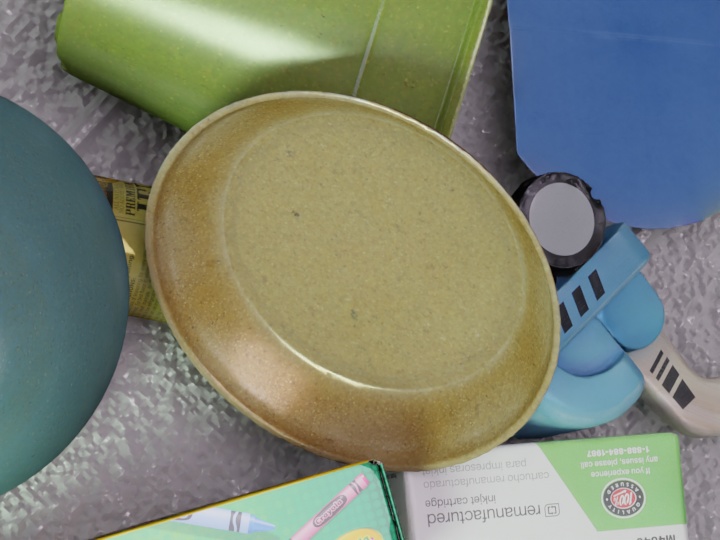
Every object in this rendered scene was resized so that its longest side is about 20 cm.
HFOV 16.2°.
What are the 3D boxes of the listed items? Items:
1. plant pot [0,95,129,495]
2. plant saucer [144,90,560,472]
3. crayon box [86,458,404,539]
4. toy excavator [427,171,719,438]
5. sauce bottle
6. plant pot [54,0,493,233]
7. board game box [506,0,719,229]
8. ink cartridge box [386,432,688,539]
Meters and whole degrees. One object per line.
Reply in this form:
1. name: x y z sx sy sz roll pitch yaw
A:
1. plant pot: -0.200 0.023 1.097 0.199 0.135 0.201 -1 101 -5
2. plant saucer: 0.000 0.000 1.136 0.200 0.200 0.035 43 39 -7
3. crayon box: -0.090 0.143 1.156 0.199 0.119 0.059 -15 86 -19
4. toy excavator: 0.124 0.040 1.254 0.194 0.100 0.200 -42 100 -25
5. sauce bottle: -0.121 -0.012 1.199 0.199 0.065 0.065 11 78 -17
6. plant pot: -0.038 -0.127 1.196 0.189 0.200 0.201 17 76 0
7. board game box: 0.135 -0.117 1.309 0.157 0.039 0.201 2 80 -28
8. ink cartridge box: 0.085 0.185 1.221 0.145 0.084 0.201 -3 82 -17
